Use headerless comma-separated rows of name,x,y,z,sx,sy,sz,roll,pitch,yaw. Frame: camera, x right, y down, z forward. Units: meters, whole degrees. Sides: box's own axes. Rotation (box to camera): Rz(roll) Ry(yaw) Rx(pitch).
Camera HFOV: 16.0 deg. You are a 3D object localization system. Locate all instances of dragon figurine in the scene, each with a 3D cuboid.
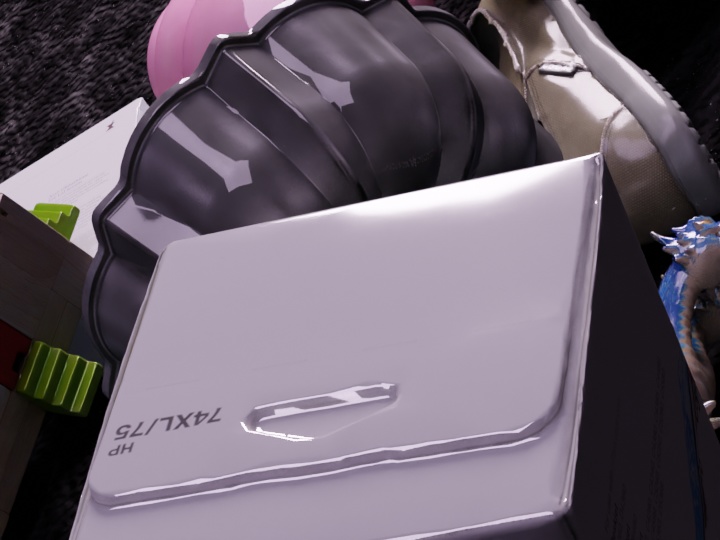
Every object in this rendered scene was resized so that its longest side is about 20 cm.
dragon figurine,0.077,0.061,0.909,0.200,0.059,0.100,-38,29,4

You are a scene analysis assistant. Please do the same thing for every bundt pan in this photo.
bundt pan,0.000,0.000,0.956,0.202,0.202,0.076,-45,44,-9

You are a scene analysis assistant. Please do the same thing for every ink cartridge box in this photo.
ink cartridge box,0.029,0.097,0.744,0.146,0.201,0.147,-11,38,20

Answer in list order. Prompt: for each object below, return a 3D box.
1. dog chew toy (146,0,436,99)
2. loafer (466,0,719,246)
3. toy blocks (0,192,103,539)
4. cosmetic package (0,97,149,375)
dog chew toy,-0.042,-0.101,1.218,0.125,0.125,0.200,-48,22,-14
loafer,0.081,-0.066,1.061,0.069,0.075,0.200,-35,29,0
toy blocks,-0.197,0.035,1.130,0.099,0.137,0.201,5,69,36
cosmetic package,-0.178,0.016,1.283,0.199,0.052,0.151,-30,33,19
